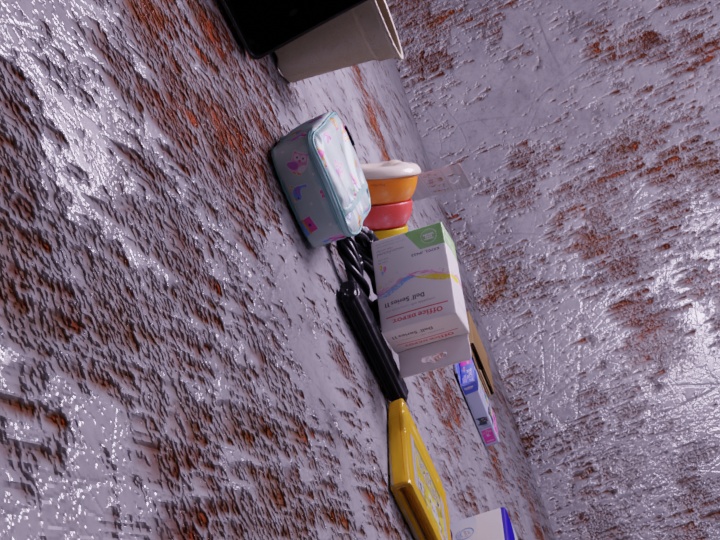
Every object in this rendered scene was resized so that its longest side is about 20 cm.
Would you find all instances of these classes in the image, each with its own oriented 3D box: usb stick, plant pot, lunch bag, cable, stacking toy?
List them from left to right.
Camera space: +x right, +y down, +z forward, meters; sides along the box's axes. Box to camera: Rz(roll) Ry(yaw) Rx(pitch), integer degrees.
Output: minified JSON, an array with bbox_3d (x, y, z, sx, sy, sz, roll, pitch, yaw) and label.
[{"bbox_3d":[-0.119,-0.446,1.457,0.201,0.198,0.178,61,1,-37],"label":"plant pot"},{"bbox_3d":[-0.053,-0.389,1.660,0.200,0.182,0.203,-20,90,-80],"label":"plant pot"},{"bbox_3d":[-0.045,-0.122,1.452,0.162,0.076,0.200,65,17,-13],"label":"lunch bag"},{"bbox_3d":[0.000,0.000,1.594,0.200,0.050,0.165,54,26,-51],"label":"cable"},{"bbox_3d":[0.019,0.102,1.513,0.056,0.032,0.201,-106,171,-62],"label":"usb stick"},{"bbox_3d":[0.031,-0.078,1.773,0.146,0.144,0.203,-51,138,-78],"label":"stacking toy"}]

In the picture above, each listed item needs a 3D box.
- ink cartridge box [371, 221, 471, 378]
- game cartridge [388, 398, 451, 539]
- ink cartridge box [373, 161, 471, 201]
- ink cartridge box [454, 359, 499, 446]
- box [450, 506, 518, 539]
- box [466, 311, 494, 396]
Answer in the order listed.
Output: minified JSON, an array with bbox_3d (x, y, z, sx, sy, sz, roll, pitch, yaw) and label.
[{"bbox_3d":[0.087,0.042,1.538,0.067,0.116,0.202,54,23,-52],"label":"ink cartridge box"},{"bbox_3d":[0.084,0.299,1.469,0.201,0.032,0.178,-87,155,-64],"label":"game cartridge"},{"bbox_3d":[0.087,-0.162,1.909,0.162,0.198,0.058,34,38,-73],"label":"ink cartridge box"},{"bbox_3d":[0.260,0.282,2.414,0.120,0.042,0.202,-85,152,-68],"label":"ink cartridge box"},{"bbox_3d":[0.196,0.475,1.510,0.184,0.104,0.202,-79,146,-72],"label":"box"},{"bbox_3d":[0.316,0.220,2.871,0.200,0.021,0.165,-84,152,-68],"label":"box"}]
